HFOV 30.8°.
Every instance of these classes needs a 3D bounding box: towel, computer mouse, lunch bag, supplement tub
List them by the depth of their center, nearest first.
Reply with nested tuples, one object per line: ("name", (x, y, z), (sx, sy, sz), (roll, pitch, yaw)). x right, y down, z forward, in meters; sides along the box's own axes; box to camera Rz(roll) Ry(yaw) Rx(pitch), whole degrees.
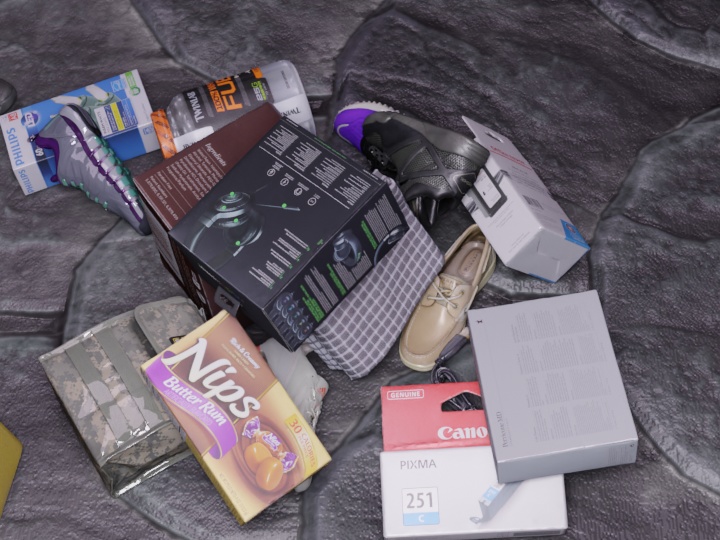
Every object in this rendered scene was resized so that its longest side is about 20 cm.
("lunch bag", (-0.238, 0.132, 1.496), (0.199, 0.118, 0.165), (-28, 63, -16))
("towel", (0.000, 0.000, 1.500), (0.085, 0.166, 0.201), (17, 65, 50))
("computer mouse", (0.178, 0.107, 1.512), (0.200, 0.046, 0.140), (-43, 68, -11))
("supplement tub", (-0.167, -0.190, 1.711), (0.198, 0.123, 0.123), (-20, 55, -8))

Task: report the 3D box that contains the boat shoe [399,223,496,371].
("boat shoe", (0.103, 0.029, 1.563), (0.072, 0.065, 0.201), (23, 60, 21))

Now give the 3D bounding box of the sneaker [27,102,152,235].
("sneaker", (-0.345, -0.115, 1.696), (0.087, 0.074, 0.201), (-36, 84, 4))

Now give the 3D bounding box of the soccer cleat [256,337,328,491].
("soccer cleat", (-0.070, 0.156, 1.494), (0.077, 0.070, 0.202), (-9, 52, -7))

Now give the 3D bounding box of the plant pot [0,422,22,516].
("plant pot", (-0.509, 0.215, 1.417), (0.192, 0.201, 0.197), (4, 54, 9))

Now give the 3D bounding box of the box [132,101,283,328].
("box", (-0.141, -0.060, 1.590), (0.199, 0.167, 0.164), (-32, 56, -15))

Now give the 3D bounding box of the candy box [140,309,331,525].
("candy box", (-0.134, 0.155, 1.401), (0.116, 0.056, 0.201), (-33, 83, -16))

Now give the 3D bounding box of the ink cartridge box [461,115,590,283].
("ink cartridge box", (0.180, -0.087, 1.599), (0.068, 0.115, 0.201), (-45, 53, 22))

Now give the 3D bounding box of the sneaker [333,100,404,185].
("sneaker", (0.040, -0.147, 1.691), (0.198, 0.070, 0.100), (23, 62, 21))

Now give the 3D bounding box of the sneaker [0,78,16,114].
("sneaker", (-0.584, -0.276, 1.821), (0.197, 0.116, 0.076), (8, 56, 12))

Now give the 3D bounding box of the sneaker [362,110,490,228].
("sneaker", (0.058, -0.125, 1.589), (0.198, 0.076, 0.115), (26, 88, 42))

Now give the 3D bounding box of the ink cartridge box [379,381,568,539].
("ink cartridge box", (0.120, 0.202, 1.430), (0.197, 0.045, 0.178), (-4, 69, 3))

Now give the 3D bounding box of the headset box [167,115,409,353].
("headset box", (-0.081, -0.036, 1.393), (0.200, 0.093, 0.174), (-47, 53, -12))

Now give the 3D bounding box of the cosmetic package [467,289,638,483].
("cosmetic package", (0.204, 0.123, 1.421), (0.149, 0.052, 0.202), (-7, 51, 0))

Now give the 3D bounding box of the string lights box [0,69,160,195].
("string lights box", (-0.377, -0.187, 1.771), (0.198, 0.059, 0.103), (-20, 58, -8))
